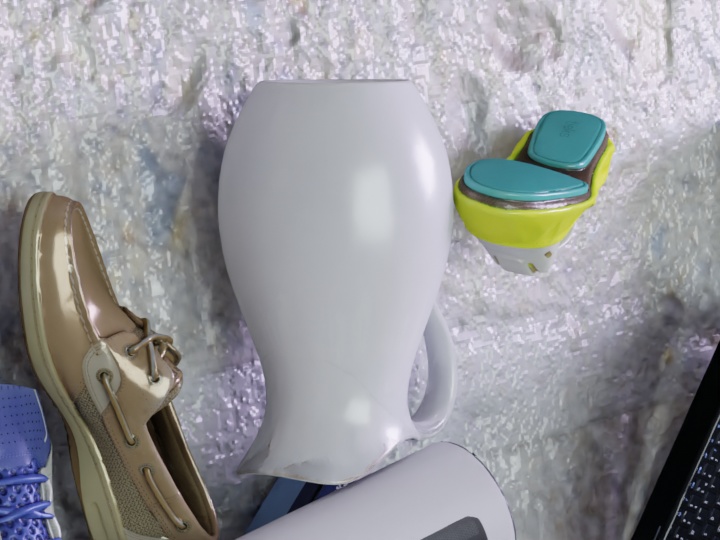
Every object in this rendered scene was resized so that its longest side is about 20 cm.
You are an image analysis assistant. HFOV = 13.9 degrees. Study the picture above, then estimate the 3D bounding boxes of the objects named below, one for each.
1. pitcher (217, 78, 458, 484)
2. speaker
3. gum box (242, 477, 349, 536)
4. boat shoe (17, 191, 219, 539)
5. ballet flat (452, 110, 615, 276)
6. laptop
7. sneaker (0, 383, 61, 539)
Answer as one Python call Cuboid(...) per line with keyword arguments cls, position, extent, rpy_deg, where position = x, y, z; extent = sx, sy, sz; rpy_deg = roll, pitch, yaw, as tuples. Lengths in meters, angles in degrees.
Cuboid(cls="pitcher", position=(0.000, 0.000, 1.543), extent=(0.171, 0.121, 0.201), rpy_deg=(-10, 101, -60))
Cuboid(cls="speaker", position=(-0.022, 0.158, 1.473), extent=(0.200, 0.081, 0.081), rpy_deg=(-23, 107, -33))
Cuboid(cls="gum box", position=(-0.005, 0.225, 1.591), extent=(0.200, 0.044, 0.170), rpy_deg=(44, 68, -32))
Cuboid(cls="boat shoe", position=(-0.118, 0.051, 1.462), extent=(0.071, 0.064, 0.200), rpy_deg=(-69, 148, -63))
Cuboid(cls="ballet flat", position=(0.096, -0.034, 1.602), extent=(0.200, 0.067, 0.067), rpy_deg=(-40, 143, -67))
Cuboid(cls="laptop", position=(0.235, 0.113, 1.717), extent=(0.200, 0.103, 0.178), rpy_deg=(24, 91, -36))
Cuboid(cls="sneaker", position=(-0.158, 0.154, 1.420), extent=(0.080, 0.115, 0.200), rpy_deg=(-1, 93, -39))
